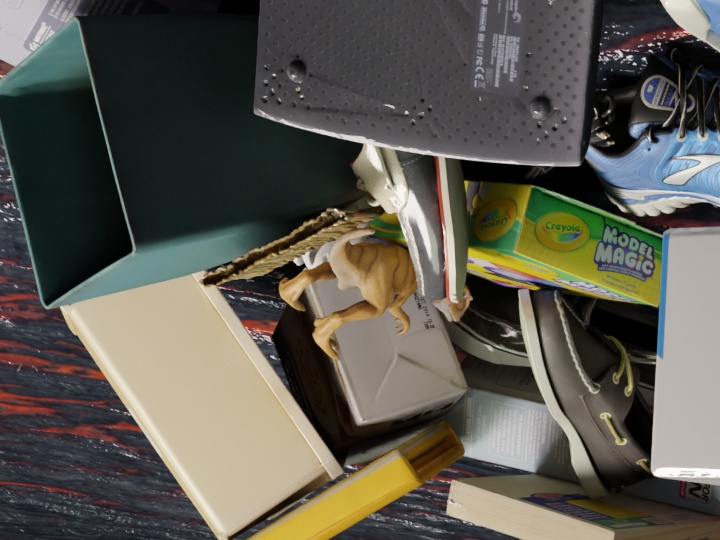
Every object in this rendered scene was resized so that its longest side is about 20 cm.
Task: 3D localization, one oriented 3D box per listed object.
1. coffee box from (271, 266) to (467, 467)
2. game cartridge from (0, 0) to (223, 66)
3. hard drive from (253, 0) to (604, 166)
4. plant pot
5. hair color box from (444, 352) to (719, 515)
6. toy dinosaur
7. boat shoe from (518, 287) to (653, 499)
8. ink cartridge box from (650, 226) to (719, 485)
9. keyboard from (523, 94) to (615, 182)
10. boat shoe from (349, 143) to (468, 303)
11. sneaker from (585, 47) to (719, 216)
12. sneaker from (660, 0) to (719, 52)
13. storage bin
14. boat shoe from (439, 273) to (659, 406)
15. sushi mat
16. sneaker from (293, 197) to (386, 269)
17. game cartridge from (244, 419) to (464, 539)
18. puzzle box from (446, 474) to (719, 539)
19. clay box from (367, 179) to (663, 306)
[{"bbox_3d":[0.003,0.063,1.835,0.080,0.114,0.200,-17,168,-12],"label":"coffee box"},{"bbox_3d":[-0.167,-0.166,1.645,0.133,0.041,0.200,22,155,-13],"label":"game cartridge"},{"bbox_3d":[0.040,-0.133,1.459,0.200,0.135,0.042,10,-165,24],"label":"hard drive"},{"bbox_3d":[-0.090,-0.075,1.587,0.200,0.141,0.141,-10,171,-30],"label":"plant pot"},{"bbox_3d":[0.168,0.101,1.843,0.200,0.099,0.061,12,119,18],"label":"hair color box"},{"bbox_3d":[0.000,0.000,1.666,0.106,0.060,0.200,-35,157,18],"label":"toy dinosaur"},{"bbox_3d":[0.151,0.073,1.706,0.061,0.072,0.201,-14,140,12],"label":"boat shoe"},{"bbox_3d":[0.262,0.058,1.570,0.084,0.145,0.200,-2,171,39],"label":"ink cartridge box"},{"bbox_3d":[0.088,-0.108,1.539,0.127,0.021,0.200,53,153,2],"label":"keyboard"},{"bbox_3d":[0.023,-0.074,1.549,0.063,0.071,0.200,-8,110,9],"label":"boat shoe"},{"bbox_3d":[0.197,-0.077,1.498,0.200,0.079,0.089,-5,148,44],"label":"sneaker"},{"bbox_3d":[0.231,-0.139,1.355,0.111,0.077,0.200,-25,114,34],"label":"sneaker"},{"bbox_3d":[-0.110,0.086,1.816,0.200,0.094,0.199,55,174,3],"label":"storage bin"},{"bbox_3d":[0.142,0.030,1.780,0.200,0.071,0.064,16,145,5],"label":"boat shoe"},{"bbox_3d":[-0.040,-0.015,1.599,0.012,0.096,0.200,63,-175,1],"label":"sushi mat"},{"bbox_3d":[-0.069,-0.061,1.761,0.200,0.075,0.081,15,127,30],"label":"sneaker"},{"bbox_3d":[-0.033,0.170,1.767,0.032,0.200,0.176,57,-168,4],"label":"game cartridge"},{"bbox_3d":[0.167,0.165,1.789,0.133,0.025,0.200,15,-172,37],"label":"puzzle box"},{"bbox_3d":[0.105,-0.019,1.643,0.115,0.048,0.200,19,175,-29],"label":"clay box"}]
